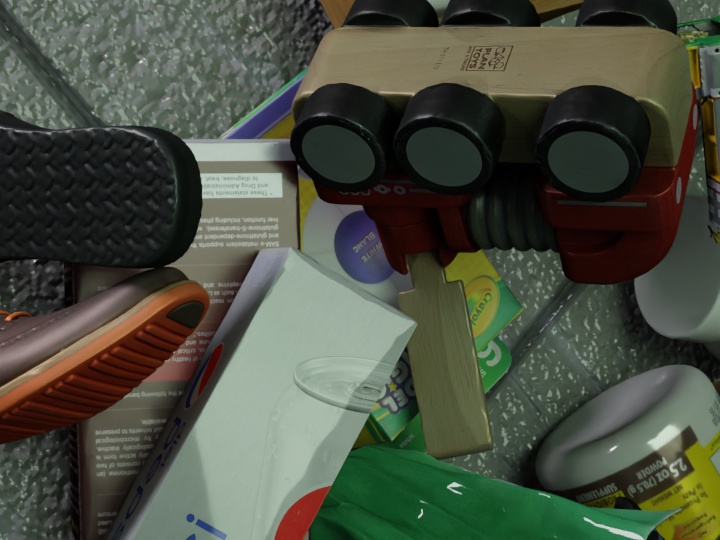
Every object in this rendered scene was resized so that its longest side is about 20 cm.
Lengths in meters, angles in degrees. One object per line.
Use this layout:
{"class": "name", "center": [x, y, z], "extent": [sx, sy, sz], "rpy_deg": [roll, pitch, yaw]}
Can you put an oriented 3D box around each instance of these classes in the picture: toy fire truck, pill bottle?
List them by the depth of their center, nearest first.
{"class": "toy fire truck", "center": [0.069, -0.017, 0.734], "extent": [0.201, 0.174, 0.129], "rpy_deg": [71, 30, -44]}
{"class": "pill bottle", "center": [0.187, 0.161, 0.852], "extent": [0.109, 0.109, 0.201], "rpy_deg": [-35, 97, -30]}
{"class": "pill bottle", "center": [0.266, 0.009, 0.929], "extent": [0.198, 0.111, 0.112], "rpy_deg": [7, 76, -28]}

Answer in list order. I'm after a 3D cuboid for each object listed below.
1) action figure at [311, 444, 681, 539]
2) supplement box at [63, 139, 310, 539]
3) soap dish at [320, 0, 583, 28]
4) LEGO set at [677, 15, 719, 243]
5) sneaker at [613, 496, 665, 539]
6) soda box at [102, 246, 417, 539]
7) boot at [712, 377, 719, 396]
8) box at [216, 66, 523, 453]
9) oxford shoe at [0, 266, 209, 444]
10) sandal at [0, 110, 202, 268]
{"class": "action figure", "center": [0.038, 0.129, 0.736], "extent": [0.118, 0.199, 0.055], "rpy_deg": [-42, 135, -34]}
{"class": "supplement box", "center": [-0.082, 0.042, 0.725], "extent": [0.108, 0.061, 0.203], "rpy_deg": [-1, 88, -15]}
{"class": "soap dish", "center": [0.026, -0.207, 0.836], "extent": [0.156, 0.081, 0.201], "rpy_deg": [-19, 74, -31]}
{"class": "LEGO set", "center": [0.165, -0.069, 0.852], "extent": [0.198, 0.154, 0.117], "rpy_deg": [-11, 104, -11]}
{"class": "sneaker", "center": [0.067, 0.183, 0.774], "extent": [0.198, 0.070, 0.079], "rpy_deg": [-25, 102, -9]}
{"class": "soda box", "center": [-0.056, 0.092, 0.667], "extent": [0.068, 0.063, 0.201], "rpy_deg": [31, 81, -13]}
{"class": "boot", "center": [0.286, 0.113, 0.929], "extent": [0.155, 0.072, 0.201], "rpy_deg": [-38, 111, -30]}
{"class": "box", "center": [0.000, 0.000, 0.818], "extent": [0.117, 0.048, 0.201], "rpy_deg": [-42, 102, -29]}
{"class": "oxford shoe", "center": [-0.159, 0.038, 0.658], "extent": [0.198, 0.071, 0.073], "rpy_deg": [-27, 73, 6]}
{"class": "sandal", "center": [-0.147, -0.035, 0.680], "extent": [0.048, 0.199, 0.076], "rpy_deg": [-1, 101, -60]}
